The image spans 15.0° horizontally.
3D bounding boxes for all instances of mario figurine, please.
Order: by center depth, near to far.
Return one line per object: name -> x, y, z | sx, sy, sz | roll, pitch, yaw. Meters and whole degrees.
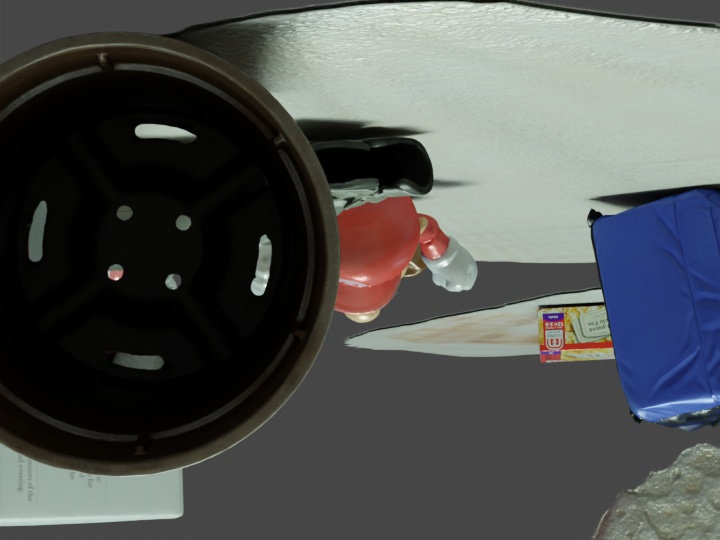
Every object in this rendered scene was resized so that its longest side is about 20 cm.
mario figurine -> 0.000, 0.000, 1.754 | 0.123, 0.106, 0.200 | -38, 179, 4

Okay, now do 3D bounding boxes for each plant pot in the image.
plant pot -> -0.107, -0.010, 1.318 | 0.199, 0.201, 0.198 | -3, -178, 1

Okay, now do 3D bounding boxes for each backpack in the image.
backpack -> 0.274, 0.030, 1.930 | 0.167, 0.163, 0.200 | -9, 171, 26

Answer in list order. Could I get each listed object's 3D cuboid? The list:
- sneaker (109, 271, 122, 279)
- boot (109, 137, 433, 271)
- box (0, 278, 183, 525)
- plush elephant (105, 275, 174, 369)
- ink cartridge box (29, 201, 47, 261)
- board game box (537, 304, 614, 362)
sneaker -> -0.213, 0.000, 1.865 | 0.087, 0.074, 0.200 | 18, 153, -14
boot -> -0.065, -0.050, 1.539 | 0.200, 0.068, 0.130 | -7, 174, -40
box -> -0.261, 0.110, 2.260 | 0.171, 0.200, 0.200 | 0, 175, -27
plush elephant -> -0.197, 0.072, 2.067 | 0.200, 0.165, 0.155 | -16, -138, -29
ink cartridge box -> -0.277, 0.011, 1.563 | 0.199, 0.146, 0.083 | -4, 176, 7
board game box -> 0.279, 0.061, 2.761 | 0.199, 0.046, 0.152 | -3, 174, 4
